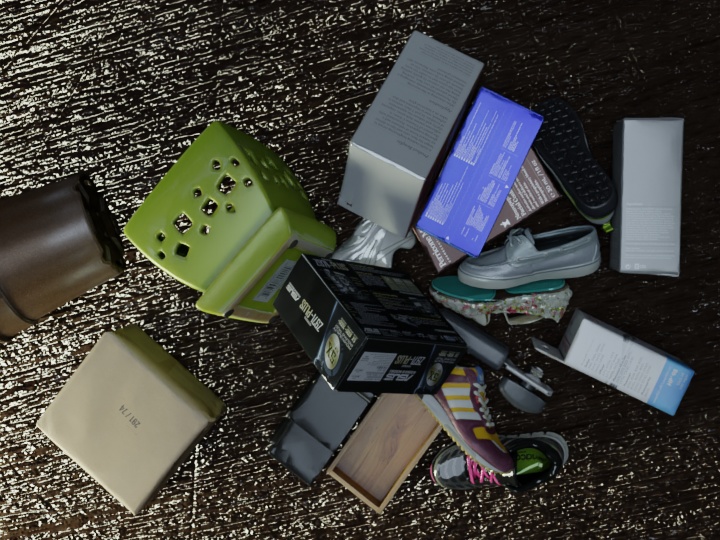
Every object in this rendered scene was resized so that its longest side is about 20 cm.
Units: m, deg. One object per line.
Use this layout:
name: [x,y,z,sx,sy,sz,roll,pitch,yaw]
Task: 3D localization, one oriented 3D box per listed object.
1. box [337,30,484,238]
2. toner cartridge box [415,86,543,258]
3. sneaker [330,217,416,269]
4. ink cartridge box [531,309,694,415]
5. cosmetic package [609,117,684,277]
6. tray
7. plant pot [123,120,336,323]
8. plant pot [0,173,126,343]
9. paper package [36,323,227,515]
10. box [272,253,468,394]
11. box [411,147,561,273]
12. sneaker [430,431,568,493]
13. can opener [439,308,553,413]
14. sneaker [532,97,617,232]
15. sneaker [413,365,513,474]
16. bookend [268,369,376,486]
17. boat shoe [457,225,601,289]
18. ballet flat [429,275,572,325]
box: [0.064,-0.175,1.282,0.105,0.153,0.202,26,64,4]
toner cartridge box: [0.157,-0.127,1.296,0.094,0.043,0.203,27,95,8]
sneaker: [0.000,0.000,1.381,0.099,0.078,0.200,45,100,-3]
ink cartridge box: [0.334,0.112,1.322,0.197,0.116,0.068,26,97,5]
cosmetic package: [0.379,-0.099,1.309,0.088,0.107,0.204,4,96,7]
tray: [0.048,0.234,1.408,0.098,0.037,0.201,36,98,4]
plant pot: [-0.159,-0.047,1.313,0.200,0.198,0.182,-46,69,10]
plant pot: [-0.449,-0.029,1.387,0.195,0.200,0.204,-21,91,1]
paper package: [-0.328,0.210,1.422,0.199,0.103,0.191,40,97,3]
box: [0.013,0.071,1.264,0.164,0.198,0.087,50,118,36]
box: [0.166,-0.091,1.354,0.198,0.075,0.101,-33,89,10]
sneaker: [0.192,0.268,1.364,0.196,0.087,0.075,-8,93,8]
can opener: [0.182,0.126,1.374,0.199,0.053,0.067,36,98,4]
sneaker: [0.286,-0.138,1.336,0.071,0.083,0.203,-23,64,7]
sneaker: [0.147,0.180,1.323,0.090,0.075,0.200,-46,74,5]
bookend: [-0.058,0.202,1.337,0.091,0.199,0.202,35,98,5]
boat shoe: [0.228,-0.027,1.343,0.196,0.070,0.073,-8,118,2]
ballet flat: [0.193,0.046,1.363,0.196,0.076,0.065,0,118,12]
